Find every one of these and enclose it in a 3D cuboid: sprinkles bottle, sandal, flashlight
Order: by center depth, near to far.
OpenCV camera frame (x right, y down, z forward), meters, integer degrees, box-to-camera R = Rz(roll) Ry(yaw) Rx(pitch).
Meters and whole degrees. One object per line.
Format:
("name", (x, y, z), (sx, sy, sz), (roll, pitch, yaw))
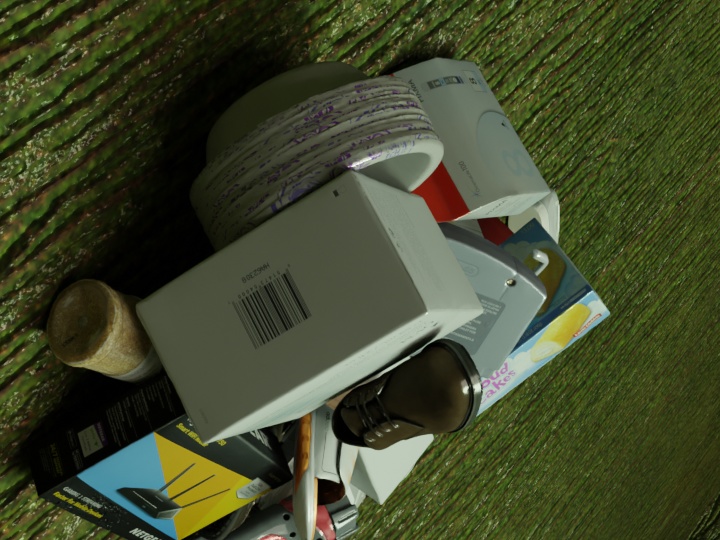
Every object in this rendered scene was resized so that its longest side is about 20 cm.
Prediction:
("sprinkles bottle", (-0.166, 0.063, 0.938), (0.068, 0.068, 0.200), (-61, 149, -2))
("sandal", (-0.028, 0.142, 1.052), (0.079, 0.059, 0.208), (112, -19, -65))
("flashlight", (-0.100, 0.277, 1.159), (0.199, 0.068, 0.068), (-25, 140, -23))

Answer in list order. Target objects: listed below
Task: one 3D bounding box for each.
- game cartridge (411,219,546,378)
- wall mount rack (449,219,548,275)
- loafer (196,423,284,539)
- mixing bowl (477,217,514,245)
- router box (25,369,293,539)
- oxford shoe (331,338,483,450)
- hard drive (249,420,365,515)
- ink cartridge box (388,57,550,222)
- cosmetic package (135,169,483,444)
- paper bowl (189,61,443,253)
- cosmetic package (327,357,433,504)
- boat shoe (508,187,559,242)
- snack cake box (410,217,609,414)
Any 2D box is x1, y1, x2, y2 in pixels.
("game cartridge", (0.065, 0.019, 1.072), (0.134, 0.199, 0.041), (-59, -160, 31))
("wall mount rack", (0.094, -0.057, 1.148), (0.173, 0.201, 0.075), (15, 130, -32))
("loafer", (-0.105, 0.168, 1.108), (0.071, 0.073, 0.201), (9, 106, -58))
("mixing bowl", (0.142, 0.032, 1.348), (0.200, 0.108, 0.201), (-38, 143, -37))
("router box", (-0.162, 0.163, 0.972), (0.149, 0.051, 0.200), (-30, 149, 5))
("oxford shoe", (0.033, 0.112, 0.935), (0.084, 0.073, 0.200), (-20, 168, -29))
("hard drive", (-0.058, 0.243, 1.278), (0.140, 0.038, 0.200), (-48, 146, -24))
("ink cartridge box", (0.082, -0.126, 1.085), (0.047, 0.161, 0.200), (-36, 164, 31))
("cosmetic package", (-0.031, 0.031, 0.913), (0.199, 0.123, 0.200), (-31, 171, 15))
("paper bowl", (-0.042, -0.090, 0.921), (0.200, 0.105, 0.201), (-28, 168, -6))
("cosmetic package", (0.009, 0.148, 1.197), (0.102, 0.074, 0.200), (-47, 149, -23))
("boat shoe", (0.224, -0.016, 1.485), (0.068, 0.072, 0.201), (-35, 131, -37))
("snack cake box", (0.144, 0.055, 1.211), (0.200, 0.115, 0.067), (-39, 144, 8))
